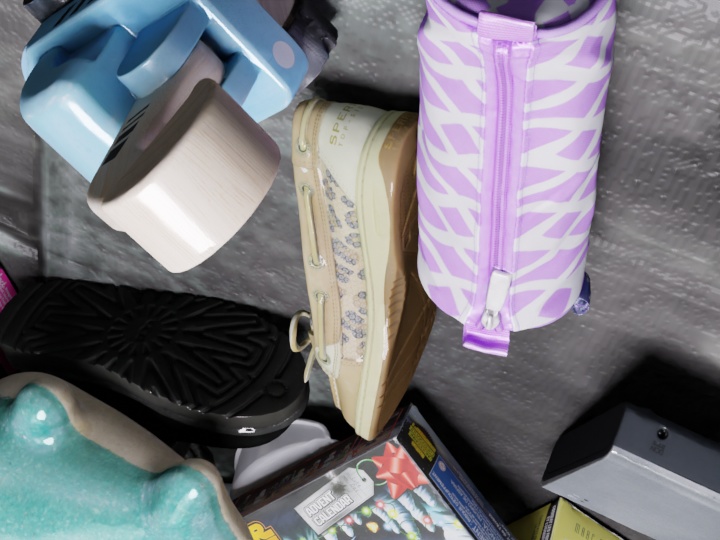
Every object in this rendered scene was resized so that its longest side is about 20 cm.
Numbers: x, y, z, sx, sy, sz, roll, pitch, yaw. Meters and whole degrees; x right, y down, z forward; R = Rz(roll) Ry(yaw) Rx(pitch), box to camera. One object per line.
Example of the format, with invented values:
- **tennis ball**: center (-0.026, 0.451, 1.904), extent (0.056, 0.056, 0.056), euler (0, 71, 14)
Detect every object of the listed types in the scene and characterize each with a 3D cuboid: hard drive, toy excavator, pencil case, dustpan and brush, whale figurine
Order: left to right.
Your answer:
- **whale figurine**: center (-0.151, 0.132, 0.834), extent (0.199, 0.104, 0.160), euler (9, 133, 38)
- **toy excavator**: center (-0.080, -0.063, 0.611), extent (0.194, 0.201, 0.100), euler (-21, 126, 43)
- **dustpan and brush**: center (-0.056, 0.149, 0.989), extent (0.199, 0.057, 0.140), euler (-14, 123, 31)
- **pencil case**: center (0.060, -0.055, 0.643), extent (0.083, 0.086, 0.201), euler (13, 141, 15)
- **hard drive**: center (0.204, 0.132, 0.801), extent (0.199, 0.033, 0.140), euler (24, 164, -1)

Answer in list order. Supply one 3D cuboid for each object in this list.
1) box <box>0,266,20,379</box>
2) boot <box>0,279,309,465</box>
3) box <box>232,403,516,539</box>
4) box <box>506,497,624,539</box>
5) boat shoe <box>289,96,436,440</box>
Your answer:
- **box**: center (-0.284, 0.042, 0.905), extent (0.114, 0.133, 0.201), euler (2, 138, 24)
- **boot**: center (-0.110, 0.092, 0.913), extent (0.210, 0.080, 0.159), euler (15, 137, 29)
- **box**: center (-0.009, 0.178, 0.906), extent (0.199, 0.040, 0.137), euler (-32, 102, 30)
- **box**: center (0.090, 0.210, 0.977), extent (0.075, 0.050, 0.200), euler (35, 142, -14)
- **boat shoe**: center (0.000, 0.000, 0.761), extent (0.062, 0.073, 0.201), euler (18, 132, 17)
